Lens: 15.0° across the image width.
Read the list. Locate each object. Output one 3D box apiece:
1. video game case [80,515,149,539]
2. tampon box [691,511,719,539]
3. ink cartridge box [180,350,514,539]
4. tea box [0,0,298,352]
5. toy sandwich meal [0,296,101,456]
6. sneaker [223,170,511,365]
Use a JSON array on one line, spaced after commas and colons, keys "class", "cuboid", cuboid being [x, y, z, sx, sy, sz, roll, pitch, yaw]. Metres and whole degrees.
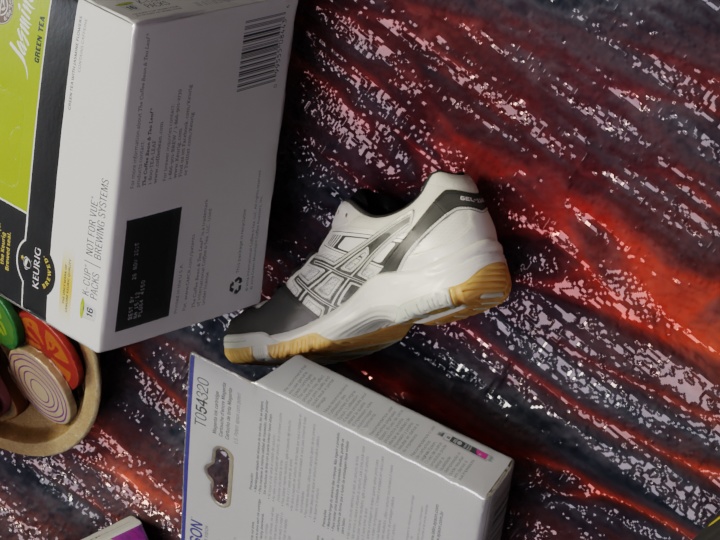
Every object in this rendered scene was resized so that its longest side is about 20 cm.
[{"class": "video game case", "cuboid": [-0.185, 0.285, 1.744, 0.201, 0.181, 0.036, 68, 165, -8]}, {"class": "tampon box", "cuboid": [0.281, 0.197, 1.471, 0.150, 0.126, 0.200, -38, 87, 33]}, {"class": "ink cartridge box", "cuboid": [-0.012, 0.143, 1.627, 0.199, 0.043, 0.197, 27, 140, 18]}, {"class": "tea box", "cuboid": [-0.157, -0.090, 1.575, 0.196, 0.133, 0.201, 28, 121, 35]}, {"class": "toy sandwich meal", "cuboid": [-0.253, 0.047, 1.722, 0.205, 0.070, 0.206, 21, 130, 27]}, {"class": "sneaker", "cuboid": [0.000, 0.000, 1.597, 0.199, 0.076, 0.088, -20, 78, 33]}]
